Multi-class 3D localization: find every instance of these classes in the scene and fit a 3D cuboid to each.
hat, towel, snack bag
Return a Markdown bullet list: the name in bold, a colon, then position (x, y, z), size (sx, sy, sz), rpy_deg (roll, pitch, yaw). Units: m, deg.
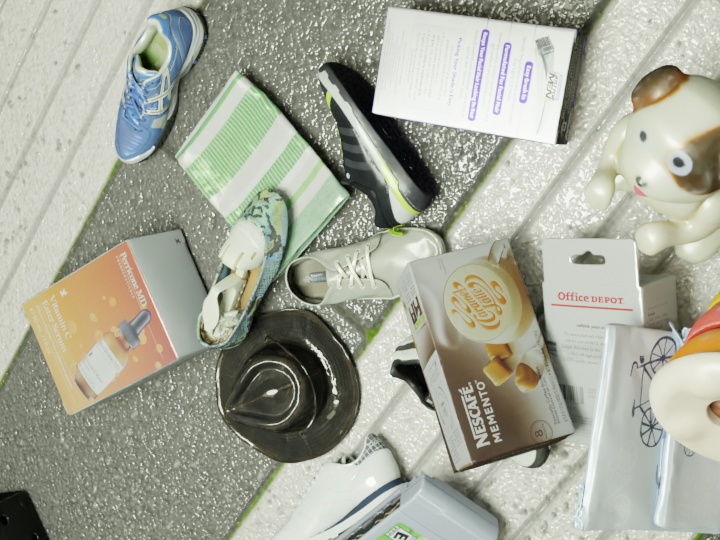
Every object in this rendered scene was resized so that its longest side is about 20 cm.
- **hat**: position (-0.104, 0.145, 1.109), size (0.197, 0.081, 0.205), rpy_deg (5, 101, 24)
- **towel**: position (-0.120, -0.109, 1.097), size (0.201, 0.023, 0.153), rpy_deg (51, 119, 13)
- **snack bag**: position (0.282, 0.144, 0.865), size (0.021, 0.197, 0.193), rpy_deg (7, 88, 60)

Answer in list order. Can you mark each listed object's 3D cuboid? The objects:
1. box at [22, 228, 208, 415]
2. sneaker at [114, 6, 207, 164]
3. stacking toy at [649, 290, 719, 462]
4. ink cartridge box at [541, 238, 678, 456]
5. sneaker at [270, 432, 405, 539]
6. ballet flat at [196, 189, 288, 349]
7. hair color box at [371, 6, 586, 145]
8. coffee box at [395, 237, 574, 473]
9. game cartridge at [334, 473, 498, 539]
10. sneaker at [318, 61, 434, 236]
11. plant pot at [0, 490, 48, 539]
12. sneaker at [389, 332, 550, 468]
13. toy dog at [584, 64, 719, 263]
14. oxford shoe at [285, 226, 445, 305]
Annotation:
- **box**: position (-0.290, 0.063, 1.167), size (0.198, 0.106, 0.154), rpy_deg (-27, 86, 28)
- **sneaker**: position (-0.255, -0.220, 1.125), size (0.075, 0.077, 0.202), rpy_deg (31, 111, 15)
- **stacking toy**: position (0.341, 0.055, 0.829), size (0.144, 0.202, 0.147), rpy_deg (18, 145, 13)
- **ink cartridge box**: position (0.244, 0.066, 0.922), size (0.115, 0.066, 0.204), rpy_deg (3, 101, 49)
- **sneaker**: position (-0.035, 0.270, 1.109), size (0.199, 0.076, 0.081), rpy_deg (-36, 74, 19)
- **ballet flat**: position (-0.137, 0.005, 1.078), size (0.073, 0.074, 0.203), rpy_deg (26, 111, 19)
- **hair color box**: position (0.118, -0.196, 0.960), size (0.197, 0.065, 0.112), rpy_deg (14, 101, 23)
- **coffee box**: position (0.119, 0.085, 0.942), size (0.112, 0.080, 0.203), rpy_deg (-12, 74, -13)
- **game cartridge**: position (0.052, 0.314, 1.054), size (0.132, 0.041, 0.200), rpy_deg (33, 120, -22)
- **sneaker**: position (-0.002, -0.128, 1.022), size (0.082, 0.071, 0.202), rpy_deg (-37, 78, 29)
- **plant pot**: position (-0.534, 0.413, 1.302), size (0.175, 0.199, 0.203), rpy_deg (-28, 86, 14)
- **sneaker**: position (0.111, 0.142, 1.002), size (0.199, 0.080, 0.074), rpy_deg (40, 132, 16)
- **toy dog**: position (0.287, -0.099, 0.814), size (0.193, 0.199, 0.141), rpy_deg (-39, 73, 20)
- **oxford shoe**: position (0.000, 0.000, 1.052), size (0.197, 0.058, 0.077), rpy_deg (-11, 90, 24)
